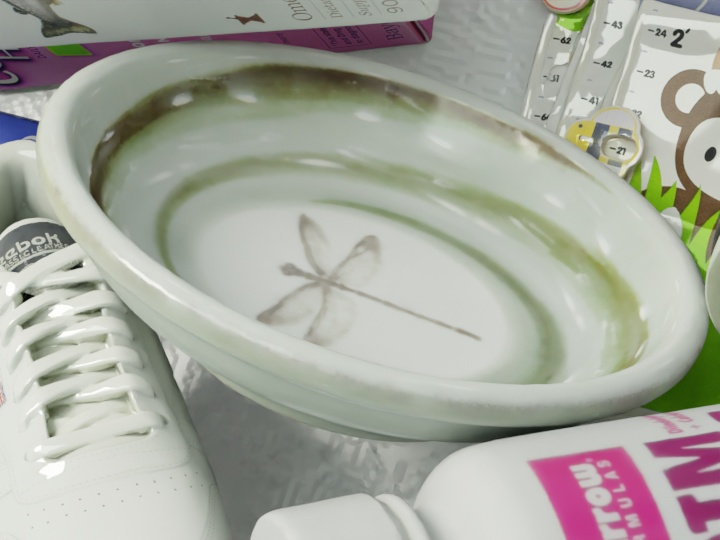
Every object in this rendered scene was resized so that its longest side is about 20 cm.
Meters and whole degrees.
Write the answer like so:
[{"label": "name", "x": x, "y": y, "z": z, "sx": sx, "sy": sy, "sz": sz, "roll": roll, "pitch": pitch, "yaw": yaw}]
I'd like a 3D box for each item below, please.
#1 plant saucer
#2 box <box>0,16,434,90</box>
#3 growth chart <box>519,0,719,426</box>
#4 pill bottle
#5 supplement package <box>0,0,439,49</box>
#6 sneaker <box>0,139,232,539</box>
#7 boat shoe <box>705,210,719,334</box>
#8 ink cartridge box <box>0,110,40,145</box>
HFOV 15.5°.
[{"label": "plant saucer", "x": 0.000, "y": 0.000, "z": 0.763, "sx": 0.200, "sy": 0.200, "sz": 0.050, "roll": 34, "pitch": 122, "yaw": 28}, {"label": "box", "x": -0.079, "y": -0.166, "z": 0.905, "sx": 0.199, "sy": 0.097, "sz": 0.177, "roll": -5, "pitch": 69, "yaw": 21}, {"label": "growth chart", "x": 0.103, "y": -0.030, "z": 0.826, "sx": 0.144, "sy": 0.018, "sz": 0.201, "roll": 4, "pitch": 73, "yaw": 22}, {"label": "pill bottle", "x": 0.077, "y": 0.095, "z": 0.686, "sx": 0.199, "sy": 0.114, "sz": 0.114, "roll": -8, "pitch": 63, "yaw": -16}, {"label": "supplement package", "x": -0.083, "y": -0.141, "z": 0.777, "sx": 0.199, "sy": 0.117, "sz": 0.118, "roll": -2, "pitch": 71, "yaw": 21}, {"label": "sneaker", "x": -0.084, "y": 0.038, "z": 0.750, "sx": 0.076, "sy": 0.081, "sz": 0.200, "roll": -10, "pitch": 30, "yaw": -16}, {"label": "boat shoe", "x": 0.200, "y": -0.004, "z": 0.746, "sx": 0.200, "sy": 0.072, "sz": 0.061, "roll": 6, "pitch": 32, "yaw": 10}, {"label": "ink cartridge box", "x": -0.176, "y": -0.018, "z": 0.916, "sx": 0.199, "sy": 0.044, "sz": 0.094, "roll": 15, "pitch": 78, "yaw": 26}]
